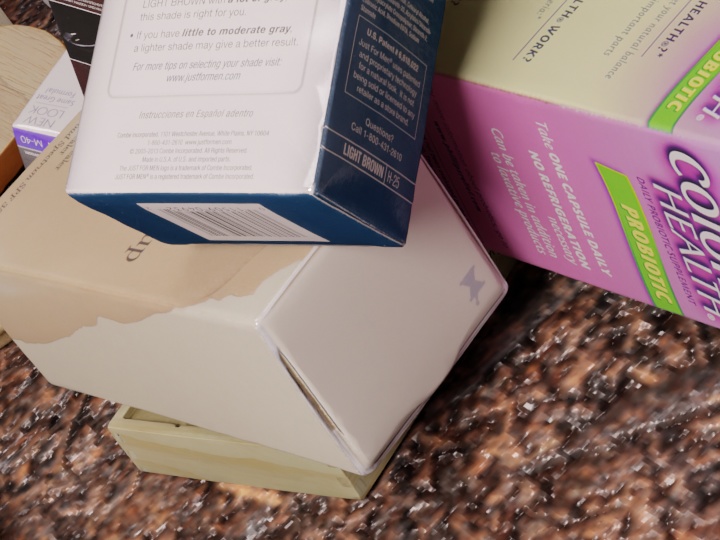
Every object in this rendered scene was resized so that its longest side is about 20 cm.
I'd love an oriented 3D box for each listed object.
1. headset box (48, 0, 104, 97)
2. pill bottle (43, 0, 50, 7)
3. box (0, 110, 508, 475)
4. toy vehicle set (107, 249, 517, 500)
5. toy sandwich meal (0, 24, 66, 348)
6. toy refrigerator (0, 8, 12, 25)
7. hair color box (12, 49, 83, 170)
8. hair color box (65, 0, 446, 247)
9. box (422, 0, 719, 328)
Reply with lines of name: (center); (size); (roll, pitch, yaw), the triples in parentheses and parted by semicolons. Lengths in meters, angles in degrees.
headset box: (-0.062, -0.166, 0.824); (0.077, 0.201, 0.149); (18, 51, 30)
pill bottle: (-0.138, -0.199, 1.051); (0.111, 0.200, 0.111); (-24, 34, 18)
box: (-0.053, 0.001, 0.775); (0.199, 0.078, 0.095); (8, 52, 48)
toy vehicle set: (0.000, 0.000, 0.828); (0.124, 0.027, 0.200); (3, 48, 45)
toy sandwich meal: (-0.195, -0.031, 1.007); (0.204, 0.070, 0.206); (-24, 34, 17)
toy refrigerator: (-0.281, -0.092, 1.162); (0.199, 0.076, 0.070); (-14, 37, 29)
hair color box: (-0.058, -0.101, 0.947); (0.109, 0.065, 0.201); (14, 54, 20)
hair color box: (-0.023, -0.111, 0.681); (0.099, 0.060, 0.201); (2, 76, 33)
box: (0.126, -0.083, 0.729); (0.199, 0.097, 0.176); (19, 58, 44)
